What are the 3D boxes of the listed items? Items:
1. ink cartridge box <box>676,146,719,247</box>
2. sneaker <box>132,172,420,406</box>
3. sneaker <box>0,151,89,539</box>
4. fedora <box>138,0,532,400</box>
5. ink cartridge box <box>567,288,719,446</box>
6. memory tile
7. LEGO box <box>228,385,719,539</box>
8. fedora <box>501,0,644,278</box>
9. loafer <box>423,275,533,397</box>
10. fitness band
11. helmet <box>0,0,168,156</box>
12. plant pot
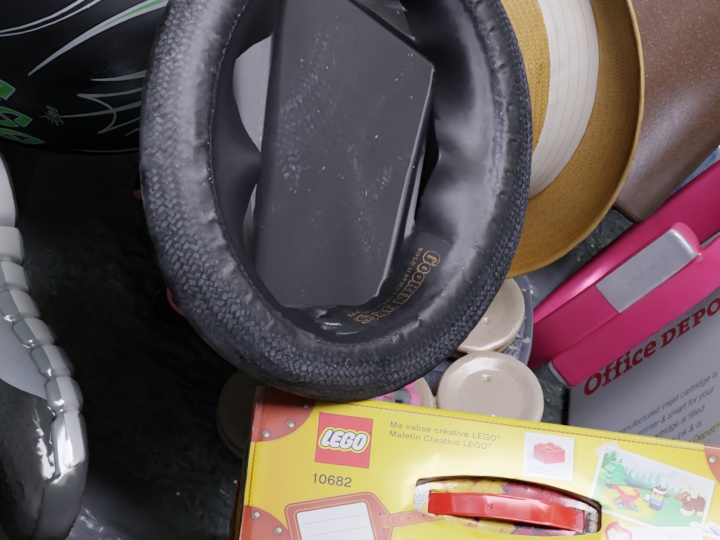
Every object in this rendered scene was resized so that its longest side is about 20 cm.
[{"bbox_3d":[0.213,-0.078,1.255,0.200,0.085,0.144,51,44,6],"label":"ink cartridge box"},{"bbox_3d":[-0.042,0.014,0.986,0.200,0.095,0.079,64,6,27],"label":"sneaker"},{"bbox_3d":[-0.187,0.030,0.887,0.115,0.075,0.200,1,50,-32],"label":"sneaker"},{"bbox_3d":[-0.025,-0.048,0.859,0.200,0.091,0.202,4,83,-37],"label":"fedora"},{"bbox_3d":[0.170,0.111,1.042,0.083,0.146,0.201,29,47,-23],"label":"ink cartridge box"},{"bbox_3d":[0.000,0.000,1.037,0.153,0.017,0.201,-3,60,-6],"label":"memory tile"},{"bbox_3d":[0.046,0.123,0.884,0.199,0.149,0.077,8,61,-5],"label":"LEGO box"},{"bbox_3d":[0.030,-0.082,0.960,0.082,0.201,0.201,-21,75,-44],"label":"fedora"},{"bbox_3d":[0.048,0.018,1.078,0.072,0.063,0.201,8,59,1],"label":"loafer"},{"bbox_3d":[0.153,-0.009,1.075,0.037,0.200,0.144,51,40,-2],"label":"fitness band"},{"bbox_3d":[-0.107,-0.149,0.952,0.190,0.200,0.201,-3,51,11],"label":"helmet"},{"bbox_3d":[0.146,-0.144,1.100,0.200,0.198,0.200,39,7,-5],"label":"plant pot"}]
